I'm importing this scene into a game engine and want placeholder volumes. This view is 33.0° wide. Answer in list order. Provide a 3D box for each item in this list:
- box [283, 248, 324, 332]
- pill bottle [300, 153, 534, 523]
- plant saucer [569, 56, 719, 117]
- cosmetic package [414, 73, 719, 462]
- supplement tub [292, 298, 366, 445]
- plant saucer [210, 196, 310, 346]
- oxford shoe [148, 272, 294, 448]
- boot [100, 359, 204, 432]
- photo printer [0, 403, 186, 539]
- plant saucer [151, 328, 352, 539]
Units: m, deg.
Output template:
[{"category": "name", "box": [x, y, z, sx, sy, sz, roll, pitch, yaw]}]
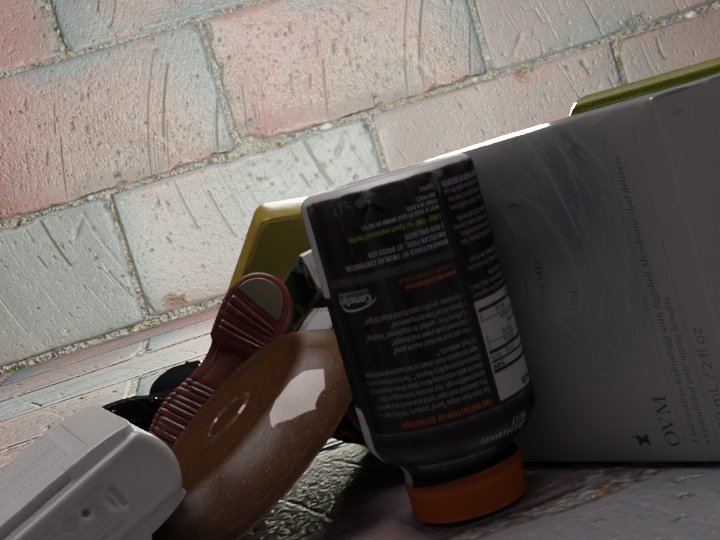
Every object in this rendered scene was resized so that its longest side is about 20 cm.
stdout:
[{"category": "box", "box": [0.000, 0.000, 1.036, 0.143, 0.037, 0.200, -25, -11, -19]}, {"category": "pill bottle", "box": [0.039, 0.041, 0.709, 0.105, 0.202, 0.106, -15, 5, 1]}, {"category": "plant saucer", "box": [0.206, -0.055, 0.837, 0.048, 0.202, 0.199, 19, -18, -36]}, {"category": "cosmetic package", "box": [0.156, 0.003, 0.737, 0.122, 0.201, 0.199, -20, 5, -38]}, {"category": "supplement tub", "box": [0.021, 0.072, 0.911, 0.122, 0.124, 0.200, -19, 4, -24]}, {"category": "plant saucer", "box": [-0.044, -0.004, 1.135, 0.199, 0.049, 0.201, -11, -39, -35]}, {"category": "oxford shoe", "box": [-0.103, 0.101, 0.949, 0.201, 0.070, 0.075, -59, -14, -5]}, {"category": "boot", "box": [-0.178, 0.137, 1.139, 0.198, 0.077, 0.168, -11, 6, -21]}, {"category": "photo printer", "box": [-0.204, 0.161, 0.781, 0.166, 0.070, 0.200, -41, 12, -18]}, {"category": "plant saucer", "box": [-0.077, 0.107, 0.804, 0.200, 0.037, 0.201, -43, 14, 13]}]
